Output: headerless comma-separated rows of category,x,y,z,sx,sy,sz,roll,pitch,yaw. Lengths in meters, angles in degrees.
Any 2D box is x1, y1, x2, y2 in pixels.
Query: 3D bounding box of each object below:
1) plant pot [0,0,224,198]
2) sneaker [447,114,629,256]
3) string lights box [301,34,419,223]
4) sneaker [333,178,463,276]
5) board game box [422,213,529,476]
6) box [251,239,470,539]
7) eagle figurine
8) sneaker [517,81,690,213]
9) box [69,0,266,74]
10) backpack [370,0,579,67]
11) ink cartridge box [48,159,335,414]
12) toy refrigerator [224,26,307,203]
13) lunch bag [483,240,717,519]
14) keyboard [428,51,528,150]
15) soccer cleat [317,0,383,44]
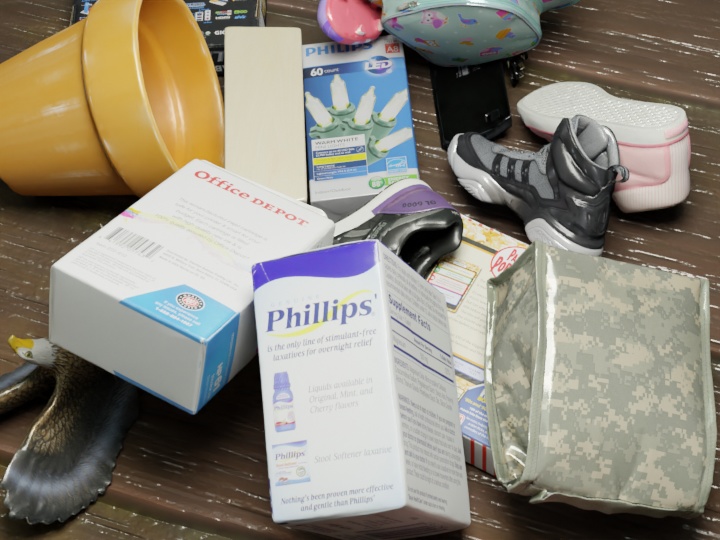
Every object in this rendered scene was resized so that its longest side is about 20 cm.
plant pot,-0.247,-0.149,1.400,0.183,0.200,0.200,-12,53,15
sneaker,0.164,-0.098,1.345,0.075,0.114,0.200,4,30,-42
string lights box,0.000,-0.130,1.432,0.103,0.059,0.200,-7,54,2
sneaker,0.000,0.000,1.302,0.200,0.076,0.088,-40,36,-6
board game box,0.101,0.060,1.297,0.151,0.046,0.200,25,61,21
box,0.003,0.099,1.156,0.105,0.184,0.200,-10,73,16
eagle figurine,-0.258,0.096,1.276,0.200,0.151,0.152,-58,21,2
sneaker,0.227,-0.109,1.393,0.075,0.105,0.200,-33,32,-25
box,-0.198,-0.289,1.568,0.200,0.050,0.199,-4,54,3
backpack,0.112,-0.286,1.419,0.200,0.176,0.153,-16,69,26
ink cartridge box,-0.133,0.007,1.212,0.144,0.085,0.200,25,40,18
toy refrigerator,-0.092,-0.132,1.424,0.076,0.070,0.200,-1,59,-5
lunch bag,0.188,0.098,1.191,0.164,0.118,0.200,11,64,-17
keyboard,0.122,-0.203,1.498,0.104,0.040,0.200,-19,53,20
soccer cleat,-0.008,-0.264,1.487,0.076,0.067,0.200,-20,19,29
